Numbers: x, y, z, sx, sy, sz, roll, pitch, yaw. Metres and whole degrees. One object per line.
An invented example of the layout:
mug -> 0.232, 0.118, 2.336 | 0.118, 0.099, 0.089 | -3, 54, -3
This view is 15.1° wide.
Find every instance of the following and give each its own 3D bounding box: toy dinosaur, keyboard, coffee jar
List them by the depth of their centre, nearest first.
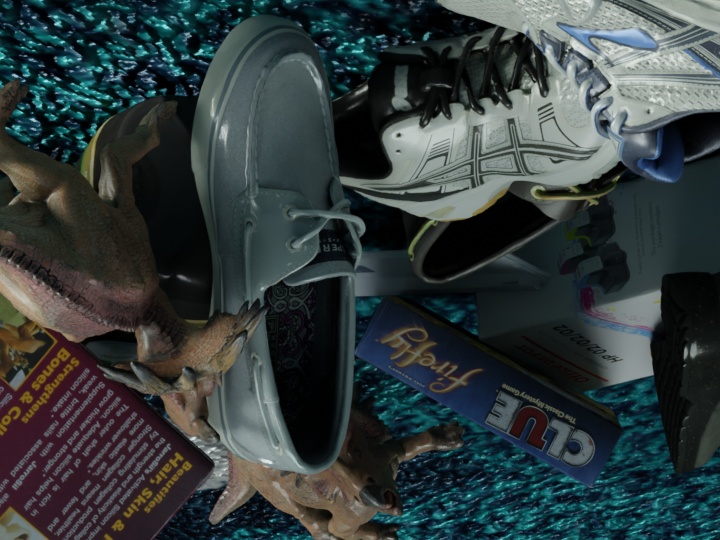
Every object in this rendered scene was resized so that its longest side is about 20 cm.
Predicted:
toy dinosaur -> -0.110, 0.003, 1.112 | 0.086, 0.136, 0.200 | -34, 161, 22
coffee jar -> -0.116, -0.006, 1.293 | 0.085, 0.105, 0.200 | 6, 157, -31
keyboard -> 0.000, 0.000, 1.408 | 0.199, 0.011, 0.056 | -2, 158, 34
toy dinosaur -> -0.032, 0.114, 1.649 | 0.200, 0.086, 0.135 | -4, 157, 40

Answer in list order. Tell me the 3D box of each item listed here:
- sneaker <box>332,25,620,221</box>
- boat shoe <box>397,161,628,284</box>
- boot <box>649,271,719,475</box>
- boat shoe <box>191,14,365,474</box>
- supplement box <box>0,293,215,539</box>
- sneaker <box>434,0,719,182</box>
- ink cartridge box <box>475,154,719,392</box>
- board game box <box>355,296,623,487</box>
sneaker -> 0.050, -0.071, 1.184 | 0.087, 0.076, 0.200 | 11, 154, -33
boat shoe -> 0.089, -0.050, 1.267 | 0.072, 0.061, 0.201 | 9, 156, -34
boot -> 0.215, 0.045, 1.351 | 0.130, 0.068, 0.200 | -9, 159, -1
boat shoe -> -0.027, -0.008, 1.179 | 0.070, 0.202, 0.071 | -11, -160, -37
supplement box -> -0.177, 0.060, 1.201 | 0.200, 0.110, 0.086 | 46, 170, -32
sneaker -> 0.108, -0.083, 1.070 | 0.200, 0.085, 0.077 | 18, 180, 30
ink cartridge box -> 0.137, 0.008, 1.420 | 0.199, 0.068, 0.115 | -16, 155, 30
board game box -> 0.068, 0.060, 1.416 | 0.135, 0.035, 0.200 | 29, -179, 4
